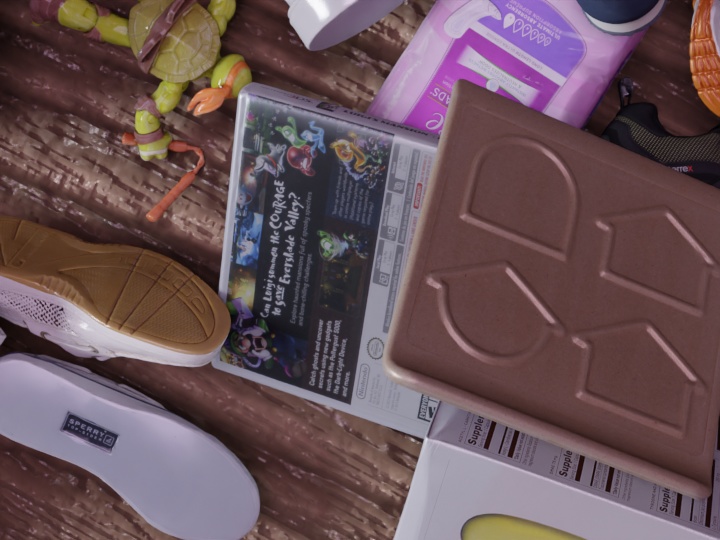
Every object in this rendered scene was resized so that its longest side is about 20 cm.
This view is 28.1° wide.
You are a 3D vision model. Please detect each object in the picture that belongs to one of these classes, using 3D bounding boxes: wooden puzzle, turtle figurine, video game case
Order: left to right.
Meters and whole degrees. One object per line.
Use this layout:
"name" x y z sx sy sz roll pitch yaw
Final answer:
"turtle figurine" -0.134 -0.146 0.931 0.161 0.064 0.201 32 97 7
"video game case" 0.000 0.000 0.889 0.181 0.023 0.201 17 120 14
"wooden puzzle" 0.111 0.010 0.770 0.184 0.046 0.201 22 57 -11

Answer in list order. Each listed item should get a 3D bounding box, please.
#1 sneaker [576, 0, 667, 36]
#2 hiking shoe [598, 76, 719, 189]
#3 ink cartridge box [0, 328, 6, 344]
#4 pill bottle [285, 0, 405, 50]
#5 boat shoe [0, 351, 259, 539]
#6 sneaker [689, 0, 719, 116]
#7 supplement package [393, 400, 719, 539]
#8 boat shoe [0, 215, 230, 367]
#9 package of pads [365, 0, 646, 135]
"sneaker" 0.131 -0.237 0.803 0.070 0.082 0.201 -17 76 16
"hiking shoe" 0.232 -0.043 0.866 0.199 0.076 0.101 24 84 -4
"ink cartridge box" -0.345 0.073 0.941 0.147 0.083 0.200 42 100 36
"pill bottle" -0.048 -0.241 0.870 0.113 0.113 0.201 -32 87 10
"boat shoe" -0.152 0.108 0.947 0.199 0.065 0.074 34 98 -5
"sneaker" 0.231 -0.193 0.854 0.075 0.092 0.201 3 107 41
"supplement package" 0.121 0.163 0.828 0.199 0.147 0.192 18 120 7
"boat shoe" -0.173 0.025 0.947 0.199 0.071 0.070 20 135 19
"package of pads" 0.088 -0.120 0.888 0.120 0.076 0.201 34 98 6
